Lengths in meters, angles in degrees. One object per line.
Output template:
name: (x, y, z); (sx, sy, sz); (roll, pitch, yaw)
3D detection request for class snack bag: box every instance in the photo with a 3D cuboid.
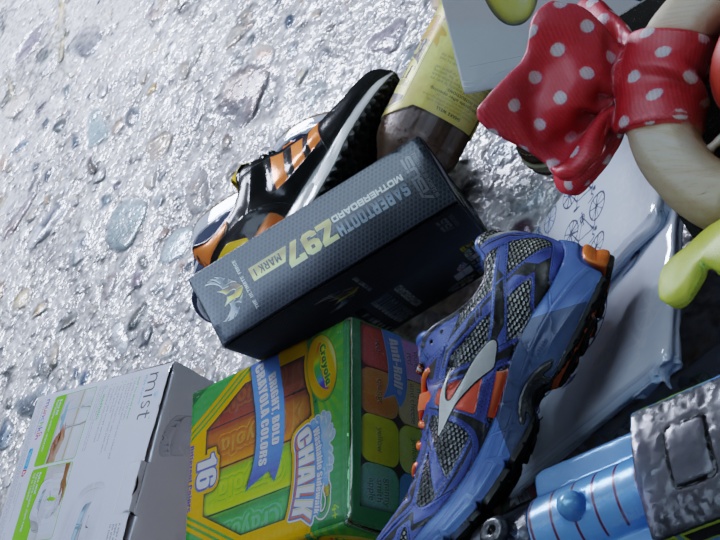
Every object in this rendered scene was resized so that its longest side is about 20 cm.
snack bag: (0.129, 0.015, 0.788); (0.189, 0.021, 0.200); (127, 159, -52)

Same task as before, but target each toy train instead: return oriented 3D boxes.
toy train: (0.142, 0.122, 0.655); (0.200, 0.114, 0.087); (-29, 43, 31)

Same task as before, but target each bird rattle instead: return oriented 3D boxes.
bird rattle: (0.158, -0.065, 0.572); (0.163, 0.113, 0.200); (-43, 47, 12)

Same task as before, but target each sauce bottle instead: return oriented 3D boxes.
sauce bottle: (0.052, -0.111, 0.947); (0.065, 0.065, 0.200); (26, 87, 54)

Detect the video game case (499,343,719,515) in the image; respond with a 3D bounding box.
video game case: (0.164, 0.133, 0.735); (0.200, 0.018, 0.143); (-40, 38, 20)

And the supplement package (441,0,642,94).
supplement package: (0.146, -0.224, 0.776); (0.191, 0.200, 0.147); (-7, 14, 36)

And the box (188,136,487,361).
box: (0.000, 0.000, 0.855); (0.158, 0.200, 0.051); (-31, 74, 6)

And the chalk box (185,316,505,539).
chalk box: (0.003, 0.114, 0.813); (0.200, 0.124, 0.125); (-29, 51, 42)

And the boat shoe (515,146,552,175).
boat shoe: (0.145, -0.166, 0.940); (0.075, 0.075, 0.202); (4, 66, 50)

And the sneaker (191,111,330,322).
sneaker: (-0.063, -0.032, 1.073); (0.200, 0.070, 0.109); (-38, 34, 33)

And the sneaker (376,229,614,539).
sneaker: (0.058, 0.067, 0.715); (0.078, 0.075, 0.200); (26, 79, 17)

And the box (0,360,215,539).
box: (-0.184, 0.185, 1.021); (0.176, 0.097, 0.200); (-17, 51, 40)

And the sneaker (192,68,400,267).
sneaker: (-0.044, -0.072, 0.970); (0.090, 0.070, 0.200); (19, 65, 25)

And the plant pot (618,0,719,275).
plant pot: (0.256, -0.049, 0.643); (0.199, 0.200, 0.178); (-29, 57, 31)
